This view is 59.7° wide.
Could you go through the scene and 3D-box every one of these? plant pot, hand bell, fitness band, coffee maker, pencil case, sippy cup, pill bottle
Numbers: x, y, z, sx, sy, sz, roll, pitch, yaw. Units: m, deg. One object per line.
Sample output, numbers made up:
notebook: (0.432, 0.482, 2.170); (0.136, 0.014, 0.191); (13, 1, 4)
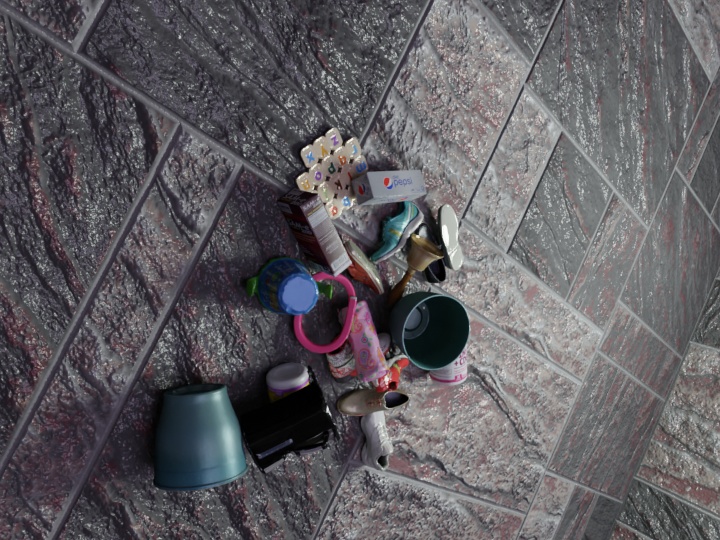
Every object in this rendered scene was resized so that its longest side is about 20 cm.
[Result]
plant pot: (0.168, 0.147, 1.691); (0.199, 0.161, 0.202); (-4, 102, -22)
hand bell: (0.128, 0.012, 1.693); (0.104, 0.104, 0.201); (15, 117, -40)
fitness band: (-0.087, 0.102, 1.534); (0.143, 0.037, 0.202); (13, 92, -4)
plant pot: (-0.351, 0.347, 1.349); (0.199, 0.199, 0.190); (-5, 91, -37)
coffee maker: (-0.170, 0.337, 1.423); (0.199, 0.135, 0.193); (-22, 95, -9)
pencil case: (0.006, 0.178, 1.581); (0.087, 0.087, 0.201); (-5, 66, -37)
sippy cup: (-0.159, 0.044, 1.429); (0.177, 0.130, 0.140); (-33, 109, -15)
pill bottle: (0.254, 0.224, 1.836); (0.113, 0.113, 0.201); (-18, 112, -34)
pill bottle: (-0.166, 0.336, 1.538); (0.104, 0.104, 0.201); (-20, 114, -33)

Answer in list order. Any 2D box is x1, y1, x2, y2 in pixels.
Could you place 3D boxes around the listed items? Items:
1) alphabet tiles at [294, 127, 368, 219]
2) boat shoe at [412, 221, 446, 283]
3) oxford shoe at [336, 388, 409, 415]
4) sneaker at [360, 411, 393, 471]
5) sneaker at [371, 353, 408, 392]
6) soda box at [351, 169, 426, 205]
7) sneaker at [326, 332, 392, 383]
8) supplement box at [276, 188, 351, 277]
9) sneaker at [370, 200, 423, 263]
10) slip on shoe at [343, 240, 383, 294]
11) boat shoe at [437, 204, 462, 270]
alphabet tiles: (-0.068, -0.234, 1.521); (0.200, 0.015, 0.196); (-40, 123, -24)
boat shoe: (0.195, -0.048, 1.751); (0.074, 0.062, 0.201); (-33, 119, -25)
oxford shoe: (0.036, 0.350, 1.692); (0.198, 0.074, 0.071); (-9, 81, -15)
sneaker: (0.057, 0.469, 1.754); (0.078, 0.099, 0.202); (-15, 111, -35)
sneaker: (0.079, 0.282, 1.698); (0.200, 0.077, 0.085); (-13, 79, -61)
soda box: (0.075, -0.211, 1.584); (0.199, 0.063, 0.069); (-12, 85, -42)
sneaker: (-0.003, 0.200, 1.656); (0.201, 0.067, 0.108); (-35, 124, -23)
supplement box: (-0.107, -0.089, 1.468); (0.061, 0.109, 0.201); (-39, 122, -23)
sneaker: (0.083, -0.101, 1.654); (0.080, 0.077, 0.200); (42, 69, -18)
slip on shoe: (0.000, 0.000, 1.614); (0.061, 0.074, 0.200); (-31, 134, 13)
boat shoe: (0.238, -0.094, 1.770); (0.073, 0.062, 0.201); (-35, 123, -32)
